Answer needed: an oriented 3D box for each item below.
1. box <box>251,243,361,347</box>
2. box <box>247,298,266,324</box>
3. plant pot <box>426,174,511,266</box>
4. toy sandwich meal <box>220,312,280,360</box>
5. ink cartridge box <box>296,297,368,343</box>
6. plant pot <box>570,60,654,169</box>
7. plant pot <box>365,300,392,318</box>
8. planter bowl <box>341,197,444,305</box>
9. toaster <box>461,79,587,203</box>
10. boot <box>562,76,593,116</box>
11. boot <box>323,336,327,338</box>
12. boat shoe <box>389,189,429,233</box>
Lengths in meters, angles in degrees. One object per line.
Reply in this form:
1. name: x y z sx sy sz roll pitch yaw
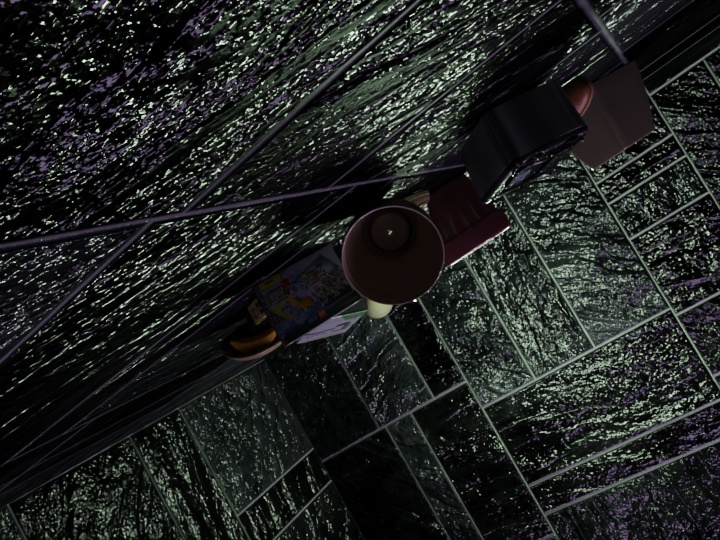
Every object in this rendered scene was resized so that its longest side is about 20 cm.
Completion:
1. box: -0.111 0.051 1.462 0.197 0.139 0.038 -30 176 -27
2. box: -0.193 0.061 1.567 0.074 0.051 0.200 -31 174 -29
3. plant pot: 0.266 -0.140 1.815 0.197 0.182 0.200 -31 176 -2
4. toy sandwich meal: -0.255 0.142 1.700 0.199 0.072 0.206 -15 -156 7
5. ink cartridge box: -0.082 0.102 1.712 0.142 0.086 0.200 -11 163 -22
6. plant pot: 0.636 -0.386 1.801 0.197 0.180 0.200 -29 175 -28
7. plant pot: 0.081 0.139 3.749 0.185 0.190 0.201 -31 162 -5
8. planter bowl: 0.059 -0.056 1.357 0.198 0.202 0.136 -33 -157 14
9. toaster: 0.295 -0.231 1.260 0.178 0.121 0.200 -27 169 -14
10. boot: 0.371 -0.313 1.417 0.153 0.075 0.200 -19 162 -43
11. boot: -0.140 0.122 1.908 0.197 0.158 0.077 -31 176 -15
12. boat shoe: 0.079 -0.110 1.550 0.197 0.064 0.073 -33 175 -9
